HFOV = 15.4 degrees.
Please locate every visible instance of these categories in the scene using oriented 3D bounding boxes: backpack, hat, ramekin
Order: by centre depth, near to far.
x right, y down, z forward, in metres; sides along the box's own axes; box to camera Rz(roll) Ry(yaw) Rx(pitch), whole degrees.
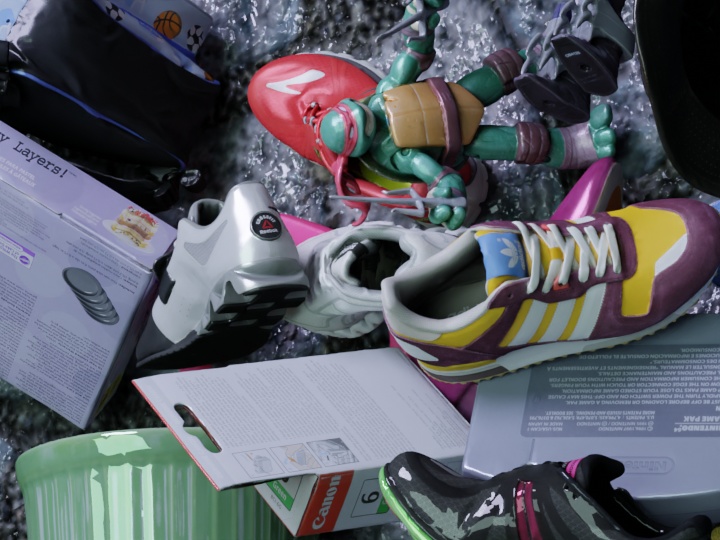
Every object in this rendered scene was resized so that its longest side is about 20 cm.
[{"bbox_3d":[0.202,-0.139,1.515,0.081,0.200,0.202,3,85,52],"label":"hat"},{"bbox_3d":[-0.118,0.166,1.685,0.199,0.200,0.098,-13,72,35],"label":"ramekin"},{"bbox_3d":[-0.209,-0.148,1.815,0.190,0.200,0.155,4,65,46],"label":"backpack"}]

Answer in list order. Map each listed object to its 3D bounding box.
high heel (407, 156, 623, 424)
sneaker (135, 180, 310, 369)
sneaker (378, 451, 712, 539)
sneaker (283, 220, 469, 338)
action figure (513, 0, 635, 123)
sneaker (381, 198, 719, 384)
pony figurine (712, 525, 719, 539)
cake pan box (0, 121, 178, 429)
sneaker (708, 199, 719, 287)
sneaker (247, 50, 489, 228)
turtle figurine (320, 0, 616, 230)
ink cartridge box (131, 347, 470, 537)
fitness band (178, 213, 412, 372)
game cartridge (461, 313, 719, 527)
[{"bbox_3d":[0.090,0.008,1.637,0.096,0.067,0.201,29,115,21],"label":"high heel"},{"bbox_3d":[-0.092,0.004,1.702,0.200,0.074,0.089,-39,61,54],"label":"sneaker"},{"bbox_3d":[0.106,0.134,1.464,0.199,0.077,0.084,18,101,19],"label":"sneaker"},{"bbox_3d":[0.000,0.000,1.650,0.200,0.081,0.076,-7,77,50],"label":"sneaker"},{"bbox_3d":[0.151,-0.190,1.591,0.130,0.069,0.201,-23,40,51],"label":"action figure"},{"bbox_3d":[0.110,0.003,1.515,0.199,0.090,0.075,-23,59,11],"label":"sneaker"},{"bbox_3d":[0.134,0.205,1.543,0.199,0.166,0.194,-22,57,22],"label":"pony figurine"},{"bbox_3d":[-0.235,-0.006,1.794,0.200,0.052,0.184,30,135,5],"label":"cake pan box"},{"bbox_3d":[0.263,-0.014,1.499,0.199,0.089,0.079,6,87,39],"label":"sneaker"},{"bbox_3d":[-0.005,-0.092,1.713,0.200,0.085,0.077,30,101,36],"label":"sneaker"},{"bbox_3d":[0.050,-0.096,1.604,0.101,0.199,0.150,-19,81,62],"label":"turtle figurine"},{"bbox_3d":[-0.032,0.103,1.578,0.109,0.199,0.051,47,130,39],"label":"ink cartridge box"},{"bbox_3d":[-0.042,0.041,1.753,0.200,0.037,0.144,21,96,36],"label":"fitness band"},{"bbox_3d":[0.162,0.085,1.527,0.199,0.041,0.134,-1,47,19],"label":"game cartridge"}]
